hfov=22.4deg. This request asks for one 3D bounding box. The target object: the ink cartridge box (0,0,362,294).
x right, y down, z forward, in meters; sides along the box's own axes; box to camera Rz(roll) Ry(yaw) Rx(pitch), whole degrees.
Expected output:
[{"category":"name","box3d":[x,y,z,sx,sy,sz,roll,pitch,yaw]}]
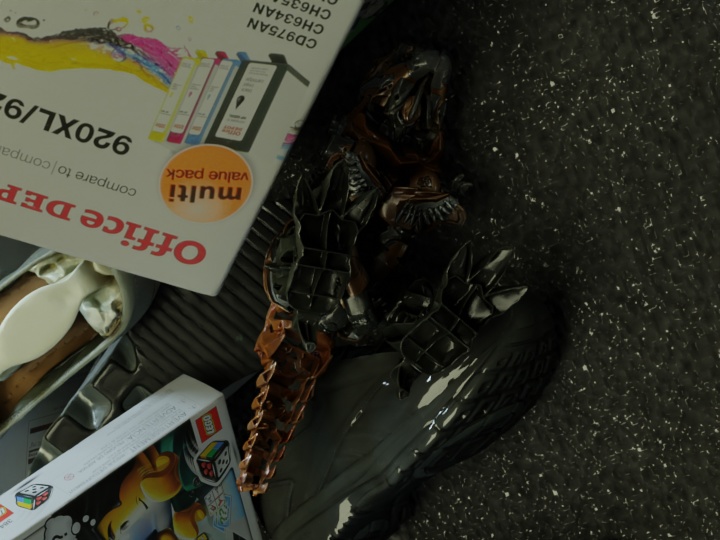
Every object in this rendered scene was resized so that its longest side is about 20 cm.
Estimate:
[{"category":"ink cartridge box","box3d":[-0.091,-0.122,0.750,0.201,0.146,0.145,-61,23,28]}]

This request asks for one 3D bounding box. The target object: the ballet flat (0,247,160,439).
[{"category":"ballet flat","box3d":[-0.177,0.046,0.843,0.200,0.064,0.067,-39,96,14]}]

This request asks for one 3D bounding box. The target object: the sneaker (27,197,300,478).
[{"category":"sneaker","box3d":[-0.086,0.036,0.899,0.200,0.089,0.074,-44,96,8]}]

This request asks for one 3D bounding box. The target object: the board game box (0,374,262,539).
[{"category":"board game box","box3d":[-0.098,0.165,0.851,0.035,0.126,0.201,20,133,43]}]

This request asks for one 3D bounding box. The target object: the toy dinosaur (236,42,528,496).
[{"category":"toy dinosaur","box3d":[0.000,0.000,0.793,0.136,0.101,0.201,-162,75,-71]}]

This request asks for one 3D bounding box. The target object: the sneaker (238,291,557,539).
[{"category":"sneaker","box3d":[0.007,0.064,0.836,0.200,0.076,0.091,-44,68,32]}]

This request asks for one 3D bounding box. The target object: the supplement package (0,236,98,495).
[{"category":"supplement package","box3d":[-0.198,0.079,0.962,0.113,0.109,0.201,15,107,32]}]

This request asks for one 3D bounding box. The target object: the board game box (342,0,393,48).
[{"category":"board game box","box3d":[-0.065,-0.145,0.876,0.200,0.029,0.135,-39,76,34]}]
